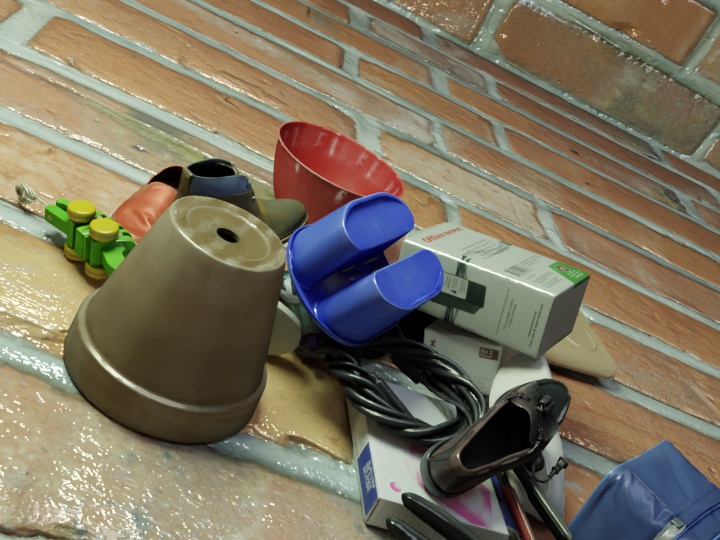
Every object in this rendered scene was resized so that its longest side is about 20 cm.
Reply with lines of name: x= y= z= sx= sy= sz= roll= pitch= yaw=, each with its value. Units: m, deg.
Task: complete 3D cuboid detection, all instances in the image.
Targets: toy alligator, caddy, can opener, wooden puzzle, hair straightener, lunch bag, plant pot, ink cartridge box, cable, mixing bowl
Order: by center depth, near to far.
can opener: x=0.110 y=0.275 z=0.899 sx=0.199 sy=0.079 sz=0.064 roll=31 pitch=69 yaw=-7
plant pot: x=-0.156 y=0.033 z=0.927 sx=0.199 sy=0.174 sz=0.200 roll=25 pitch=25 yaw=-12
lunch bag: x=0.303 y=0.277 z=1.002 sx=0.132 sy=0.136 sz=0.200 roll=42 pitch=28 yaw=27
hair straightener: x=0.177 y=0.212 z=1.017 sx=0.077 sy=0.041 sz=0.200 roll=-18 pitch=39 yaw=-5
ink cartridge box: x=0.087 y=0.205 z=1.021 sx=0.199 sy=0.043 sz=0.197 roll=19 pitch=26 yaw=-18
cable: x=0.045 y=0.116 z=1.036 sx=0.163 sy=0.051 sz=0.200 roll=7 pitch=31 yaw=-43
caddy: x=0.000 y=0.000 z=1.052 sx=0.142 sy=0.105 sz=0.200 roll=60 pitch=29 yaw=4
toy alligator: x=-0.297 y=-0.049 z=1.054 sx=0.200 sy=0.060 sz=0.054 roll=35 pitch=35 yaw=31
ink cartridge box: x=0.157 y=0.018 z=1.184 sx=0.199 sy=0.084 sz=0.146 roll=23 pitch=20 yaw=24
mixing bowl: x=-0.048 y=-0.114 z=1.394 sx=0.199 sy=0.109 sz=0.200 roll=23 pitch=25 yaw=-12
wooden puzzle: x=0.268 y=0.078 z=1.455 sx=0.184 sy=0.046 sz=0.200 roll=17 pitch=32 yaw=-25

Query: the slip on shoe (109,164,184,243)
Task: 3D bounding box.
slip on shoe: x=-0.247 y=-0.074 z=1.164 sx=0.074 sy=0.061 sz=0.200 roll=29 pitch=26 yaw=-4

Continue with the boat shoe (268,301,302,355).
boat shoe: x=-0.151 y=0.024 z=1.067 sx=0.199 sy=0.071 sz=0.064 roll=26 pitch=28 yaw=-4

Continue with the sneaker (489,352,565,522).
sneaker: x=0.197 y=0.190 z=1.102 sx=0.088 sy=0.075 sz=0.201 roll=43 pitch=38 yaw=-40

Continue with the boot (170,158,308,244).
boot: x=-0.127 y=-0.076 z=1.086 sx=0.199 sy=0.097 sz=0.075 roll=-17 pitch=44 yaw=-44

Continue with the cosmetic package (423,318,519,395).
cosmetic package: x=0.158 y=0.088 z=1.245 sx=0.101 sy=0.074 sz=0.200 roll=11 pitch=19 yaw=24

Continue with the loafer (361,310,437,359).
loafer: x=0.019 y=0.061 z=1.196 sx=0.072 sy=0.073 sz=0.200 roll=31 pitch=14 yaw=28

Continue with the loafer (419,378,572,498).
loafer: x=0.148 y=0.162 z=0.969 sx=0.199 sy=0.063 sz=0.072 roll=-26 pitch=80 yaw=-33

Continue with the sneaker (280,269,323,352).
sneaker: x=-0.062 y=0.042 z=1.164 sx=0.074 sy=0.088 sz=0.200 roll=-10 pitch=6 yaw=6
